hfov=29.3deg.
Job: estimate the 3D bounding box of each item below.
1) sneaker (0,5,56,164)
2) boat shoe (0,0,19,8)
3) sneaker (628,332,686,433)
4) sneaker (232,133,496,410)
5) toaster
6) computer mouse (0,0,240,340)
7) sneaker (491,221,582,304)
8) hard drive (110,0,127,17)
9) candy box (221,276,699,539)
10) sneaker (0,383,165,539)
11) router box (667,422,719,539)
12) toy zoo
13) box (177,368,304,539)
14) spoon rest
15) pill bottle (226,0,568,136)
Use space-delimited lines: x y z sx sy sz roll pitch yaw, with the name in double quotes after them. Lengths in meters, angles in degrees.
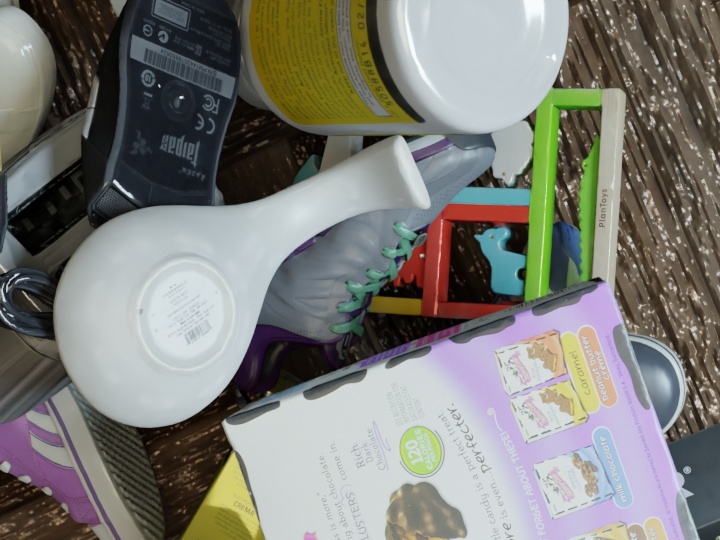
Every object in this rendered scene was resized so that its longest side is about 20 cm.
-0.239 -0.059 0.752 0.073 0.085 0.200 44 121 -8 "sneaker"
-0.224 -0.147 0.786 0.071 0.066 0.203 4 98 -1 "boat shoe"
0.078 0.086 0.747 0.197 0.079 0.080 -14 93 14 "sneaker"
0.000 0.000 0.756 0.199 0.074 0.088 -31 74 19 "sneaker"
-0.163 -0.006 0.734 0.114 0.200 0.129 51 139 -5 "toaster"
-0.128 -0.055 0.665 0.139 0.046 0.203 11 78 -40 "computer mouse"
0.070 0.061 0.813 0.087 0.075 0.202 19 97 -3 "sneaker"
-0.059 -0.215 0.751 0.199 0.132 0.026 -37 131 5 "hard drive"
0.054 0.116 0.678 0.198 0.072 0.170 -19 90 6 "candy box"
-0.204 0.101 0.824 0.114 0.073 0.202 -33 87 8 "sneaker"
0.143 0.168 0.790 0.198 0.158 0.053 -22 58 3 "router box"
0.049 -0.039 0.791 0.197 0.020 0.133 3 88 23 "toy zoo"
-0.082 0.161 0.827 0.050 0.075 0.202 29 98 -2 "box"
-0.058 -0.002 0.664 0.199 0.060 0.100 -32 106 -27 "spoon rest"
0.004 -0.126 0.718 0.110 0.199 0.113 -3 96 -35 "pill bottle"
